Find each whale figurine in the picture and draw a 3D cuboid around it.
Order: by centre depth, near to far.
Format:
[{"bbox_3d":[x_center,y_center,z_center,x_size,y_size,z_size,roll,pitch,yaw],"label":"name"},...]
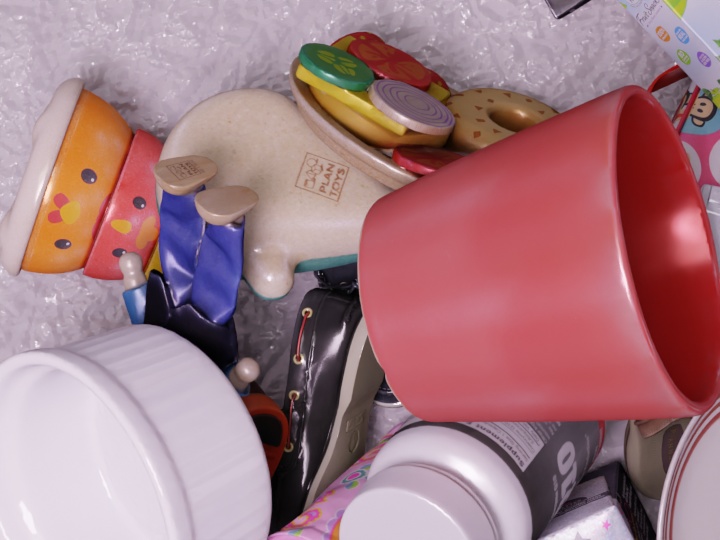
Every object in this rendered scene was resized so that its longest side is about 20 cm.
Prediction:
[{"bbox_3d":[-0.040,-0.040,1.453,0.199,0.104,0.160,16,59,1],"label":"whale figurine"}]

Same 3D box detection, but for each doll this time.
[{"bbox_3d":[-0.115,0.024,1.395,0.136,0.048,0.201,36,131,32],"label":"doll"}]

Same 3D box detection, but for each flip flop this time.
[{"bbox_3d":[0.206,0.090,1.424,0.081,0.058,0.201,-15,133,-6],"label":"flip flop"}]

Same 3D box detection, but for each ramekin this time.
[{"bbox_3d":[-0.147,0.132,1.368,0.200,0.097,0.202,23,123,39],"label":"ramekin"}]

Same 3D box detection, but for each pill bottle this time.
[{"bbox_3d":[0.073,0.132,1.382,0.113,0.200,0.115,14,122,23],"label":"pill bottle"}]

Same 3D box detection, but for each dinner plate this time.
[{"bbox_3d":[0.253,0.162,1.425,0.024,0.199,0.202,9,94,48],"label":"dinner plate"}]

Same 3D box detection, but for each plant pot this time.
[{"bbox_3d":[0.106,0.005,1.292,0.176,0.200,0.202,-14,89,24],"label":"plant pot"}]

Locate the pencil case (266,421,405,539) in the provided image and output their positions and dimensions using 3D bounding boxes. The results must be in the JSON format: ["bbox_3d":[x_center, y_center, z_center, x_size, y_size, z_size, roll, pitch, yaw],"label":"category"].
[{"bbox_3d":[0.009,0.171,1.446,0.087,0.200,0.088,13,117,26],"label":"pencil case"}]

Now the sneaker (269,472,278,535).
[{"bbox_3d":[-0.110,0.119,1.542,0.200,0.073,0.082,45,96,-4],"label":"sneaker"}]

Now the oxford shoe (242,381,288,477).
[{"bbox_3d":[-0.112,0.155,1.485,0.073,0.071,0.201,50,120,44],"label":"oxford shoe"}]

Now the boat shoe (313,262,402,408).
[{"bbox_3d":[0.000,0.000,1.517,0.074,0.062,0.201,-12,91,9],"label":"boat shoe"}]

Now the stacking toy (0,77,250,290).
[{"bbox_3d":[-0.145,-0.040,1.527,0.199,0.146,0.147,19,95,-7],"label":"stacking toy"}]

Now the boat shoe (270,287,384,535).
[{"bbox_3d":[-0.031,0.112,1.486,0.063,0.074,0.203,17,102,20],"label":"boat shoe"}]

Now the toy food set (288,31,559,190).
[{"bbox_3d":[0.045,-0.100,1.438,0.199,0.198,0.049,31,114,8],"label":"toy food set"}]

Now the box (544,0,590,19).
[{"bbox_3d":[0.182,-0.286,1.487,0.199,0.036,0.144,-31,86,9],"label":"box"}]

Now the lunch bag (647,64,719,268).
[{"bbox_3d":[0.264,-0.072,1.423,0.175,0.082,0.201,27,71,8],"label":"lunch bag"}]

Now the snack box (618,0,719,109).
[{"bbox_3d":[0.282,-0.199,1.399,0.200,0.053,0.142,-41,82,-17],"label":"snack box"}]

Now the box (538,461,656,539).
[{"bbox_3d":[0.109,0.231,1.461,0.199,0.132,0.115,-27,93,10],"label":"box"}]

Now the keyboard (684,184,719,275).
[{"bbox_3d":[0.306,-0.003,1.357,0.199,0.011,0.057,15,79,4],"label":"keyboard"}]
